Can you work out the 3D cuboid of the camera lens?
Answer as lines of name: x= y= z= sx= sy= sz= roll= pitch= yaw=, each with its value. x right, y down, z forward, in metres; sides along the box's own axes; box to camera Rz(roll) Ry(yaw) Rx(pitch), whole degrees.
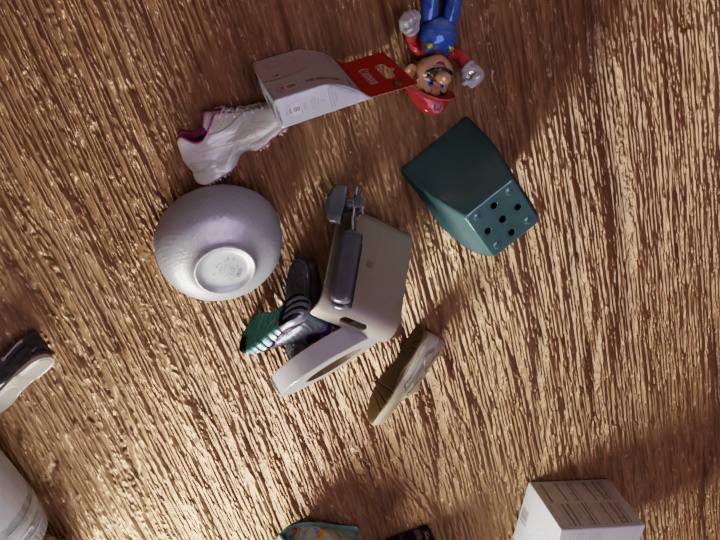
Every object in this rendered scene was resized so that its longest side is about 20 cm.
camera lens: x=-0.612 y=0.369 z=1.308 sx=0.159 sy=0.160 sz=0.201 roll=-26 pitch=120 yaw=-4

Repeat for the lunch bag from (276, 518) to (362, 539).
lunch bag: x=-0.103 y=0.578 z=1.595 sx=0.198 sy=0.122 sz=0.172 roll=16 pitch=111 yaw=-30

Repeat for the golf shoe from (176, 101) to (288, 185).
golf shoe: x=-0.178 y=-0.211 z=1.209 sx=0.199 sy=0.075 sz=0.092 roll=-36 pitch=117 yaw=1

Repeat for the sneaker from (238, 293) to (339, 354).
sneaker: x=-0.120 y=0.106 z=1.333 sx=0.087 sy=0.075 sz=0.199 roll=32 pitch=145 yaw=-25

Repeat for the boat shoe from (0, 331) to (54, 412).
boat shoe: x=-0.564 y=0.173 z=1.295 sx=0.199 sy=0.057 sz=0.067 roll=-37 pitch=156 yaw=7

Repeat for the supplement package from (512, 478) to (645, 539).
supplement package: x=0.454 y=0.547 z=1.735 sx=0.198 sy=0.151 sz=0.153 roll=2 pitch=114 yaw=-18

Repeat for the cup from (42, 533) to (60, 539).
cup: x=-0.565 y=0.524 z=1.399 sx=0.199 sy=0.200 sz=0.144 roll=-30 pitch=100 yaw=-1

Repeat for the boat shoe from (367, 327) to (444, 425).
boat shoe: x=0.082 y=0.200 z=1.496 sx=0.065 sy=0.072 sz=0.201 roll=27 pitch=100 yaw=-25

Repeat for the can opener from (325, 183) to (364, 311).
can opener: x=-0.031 y=-0.039 z=1.252 sx=0.066 sy=0.202 sz=0.053 roll=8 pitch=154 yaw=4

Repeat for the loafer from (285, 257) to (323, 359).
loafer: x=-0.087 y=0.063 z=1.383 sx=0.062 sy=0.072 sz=0.202 roll=-14 pitch=127 yaw=-31

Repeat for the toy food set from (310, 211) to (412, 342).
toy food set: x=0.000 y=0.000 z=1.316 sx=0.143 sy=0.202 sz=0.060 roll=24 pitch=151 yaw=-25

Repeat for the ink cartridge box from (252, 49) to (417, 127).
ink cartridge box: x=-0.041 y=-0.278 z=1.167 sx=0.198 sy=0.163 sz=0.057 roll=-22 pitch=125 yaw=-5

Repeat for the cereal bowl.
cereal bowl: x=-0.212 y=-0.027 z=1.255 sx=0.198 sy=0.084 sz=0.201 roll=-10 pitch=133 yaw=-11

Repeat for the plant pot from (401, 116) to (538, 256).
plant pot: x=0.184 y=-0.118 z=1.293 sx=0.141 sy=0.200 sz=0.141 roll=-38 pitch=120 yaw=3

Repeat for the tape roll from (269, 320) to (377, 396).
tape roll: x=-0.054 y=0.142 z=1.363 sx=0.202 sy=0.203 sz=0.037 roll=-32 pitch=80 yaw=0

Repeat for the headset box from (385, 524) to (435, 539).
headset box: x=0.070 y=0.632 z=1.700 sx=0.198 sy=0.077 sz=0.150 roll=-18 pitch=119 yaw=-7

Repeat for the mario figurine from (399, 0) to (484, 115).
mario figurine: x=0.122 y=-0.329 z=1.221 sx=0.122 sy=0.106 sz=0.202 roll=11 pitch=108 yaw=15
